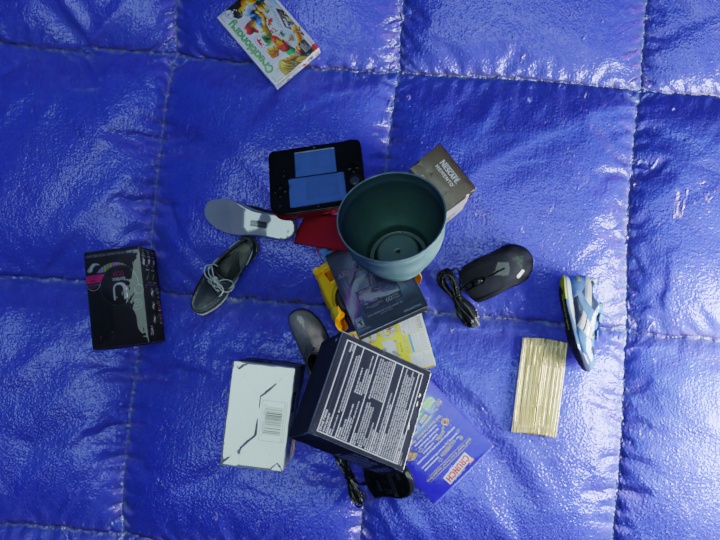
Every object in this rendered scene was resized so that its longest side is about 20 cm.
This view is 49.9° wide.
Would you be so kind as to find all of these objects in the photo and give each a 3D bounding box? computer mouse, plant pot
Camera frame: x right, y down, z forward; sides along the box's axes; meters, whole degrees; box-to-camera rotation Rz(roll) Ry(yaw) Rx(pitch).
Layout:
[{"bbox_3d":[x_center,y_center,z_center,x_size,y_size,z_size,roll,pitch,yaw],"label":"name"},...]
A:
[{"bbox_3d":[0.031,0.390,1.546,0.046,0.200,0.141,-20,83,-44],"label":"computer mouse"},{"bbox_3d":[0.271,0.016,1.599,0.199,0.053,0.139,-31,84,0],"label":"computer mouse"},{"bbox_3d":[0.064,-0.063,1.438,0.199,0.134,0.201,-5,57,7],"label":"plant pot"}]

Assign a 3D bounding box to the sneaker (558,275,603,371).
[{"bbox_3d":[0.460,0.104,1.575,0.082,0.074,0.201,-8,87,0],"label":"sneaker"}]

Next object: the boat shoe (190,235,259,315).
[{"bbox_3d":[-0.287,0.010,1.620,0.075,0.062,0.200,44,89,3],"label":"boat shoe"}]

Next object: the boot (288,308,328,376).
[{"bbox_3d":[-0.091,0.166,1.565,0.070,0.132,0.201,-29,85,1],"label":"boot"}]

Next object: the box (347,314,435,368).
[{"bbox_3d":[0.045,0.168,1.602,0.199,0.048,0.118,-15,86,-1],"label":"box"}]

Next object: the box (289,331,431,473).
[{"bbox_3d":[-0.001,0.249,1.448,0.198,0.123,0.201,26,66,-16],"label":"box"}]

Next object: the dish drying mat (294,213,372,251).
[{"bbox_3d":[-0.060,-0.080,1.567,0.199,0.018,0.077,10,73,48],"label":"dish drying mat"}]

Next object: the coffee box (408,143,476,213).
[{"bbox_3d":[0.154,-0.161,1.541,0.080,0.200,0.115,-38,86,-3],"label":"coffee box"}]

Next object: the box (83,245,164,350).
[{"bbox_3d":[-0.488,0.058,1.604,0.121,0.106,0.201,-8,86,3],"label":"box"}]

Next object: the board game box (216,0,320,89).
[{"bbox_3d":[-0.197,-0.507,1.666,0.126,0.035,0.200,-41,85,0],"label":"board game box"}]

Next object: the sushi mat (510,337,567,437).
[{"bbox_3d":[0.370,0.240,1.598,0.095,0.012,0.201,8,86,5],"label":"sushi mat"}]

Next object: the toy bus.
[{"bbox_3d":[0.000,0.000,1.585,0.199,0.136,0.193,-30,70,-2],"label":"toy bus"}]

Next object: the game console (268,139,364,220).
[{"bbox_3d":[-0.091,-0.191,1.610,0.199,0.031,0.178,-7,62,2],"label":"game console"}]

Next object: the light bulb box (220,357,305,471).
[{"bbox_3d":[-0.188,0.277,1.527,0.124,0.200,0.200,7,86,2],"label":"light bulb box"}]

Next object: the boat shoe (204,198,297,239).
[{"bbox_3d":[-0.228,-0.103,1.629,0.199,0.057,0.069,14,96,5],"label":"boat shoe"}]

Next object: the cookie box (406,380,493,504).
[{"bbox_3d":[0.137,0.339,1.570,0.171,0.075,0.200,-44,85,-1],"label":"cookie box"}]

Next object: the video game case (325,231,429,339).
[{"bbox_3d":[0.028,0.022,1.487,0.142,0.019,0.201,-24,57,-1],"label":"video game case"}]
